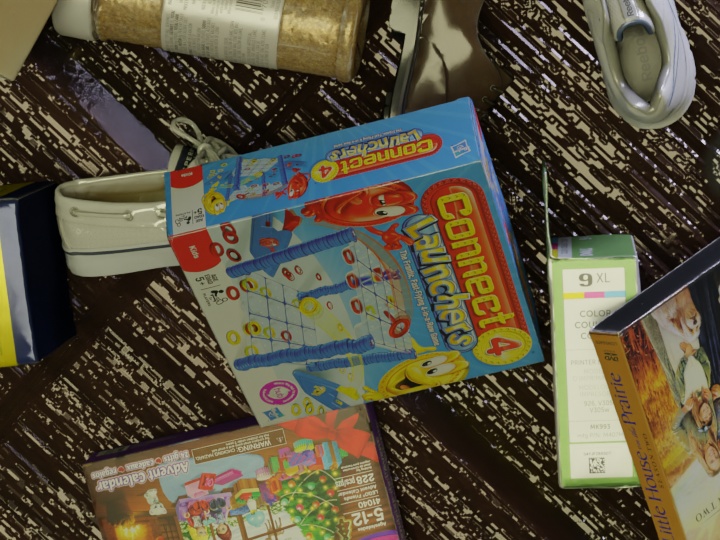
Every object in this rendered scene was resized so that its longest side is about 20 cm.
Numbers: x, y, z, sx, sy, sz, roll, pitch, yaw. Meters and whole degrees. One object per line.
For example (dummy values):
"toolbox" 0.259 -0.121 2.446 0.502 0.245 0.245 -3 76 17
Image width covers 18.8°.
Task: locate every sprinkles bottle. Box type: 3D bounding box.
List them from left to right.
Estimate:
"sprinkles bottle" -0.096 -0.170 1.404 0.199 0.068 0.069 10 99 5

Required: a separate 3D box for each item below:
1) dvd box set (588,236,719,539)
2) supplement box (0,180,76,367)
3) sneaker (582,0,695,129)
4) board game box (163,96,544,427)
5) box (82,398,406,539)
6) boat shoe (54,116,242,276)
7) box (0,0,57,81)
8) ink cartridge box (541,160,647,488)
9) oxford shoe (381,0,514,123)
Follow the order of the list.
"dvd box set" 0.228 0.092 1.363 0.146 0.029 0.201 -31 111 -31
"supplement box" -0.301 0.008 1.432 0.199 0.110 0.109 -5 97 6
"sneaker" 0.166 -0.186 1.365 0.074 0.087 0.201 -19 95 10
"board game box" 0.000 0.000 1.367 0.195 0.056 0.200 -14 138 8
"box" -0.074 0.170 1.466 0.199 0.039 0.137 -14 97 8
"boat shoe" -0.105 -0.057 1.417 0.201 0.075 0.086 -8 114 14
"box" -0.220 -0.231 1.360 0.095 0.078 0.200 32 82 -42
"ink cartridge box" 0.150 0.031 1.389 0.059 0.104 0.201 -3 97 6
"oxford shoe" 0.055 -0.106 1.397 0.084 0.073 0.201 7 100 1
